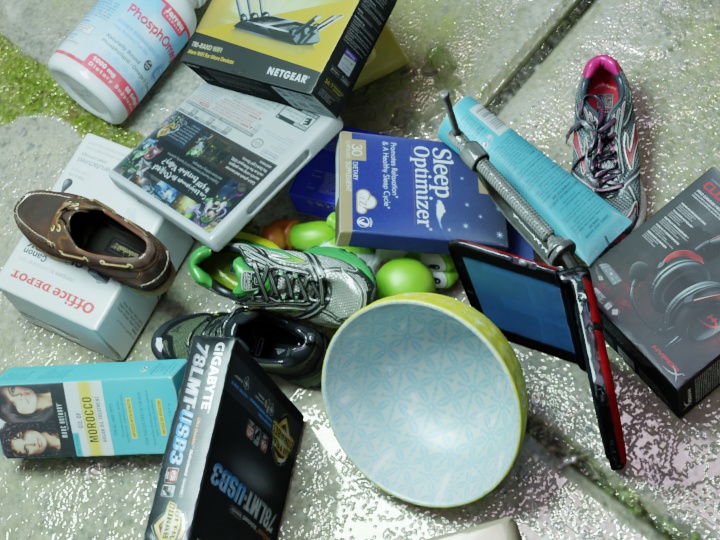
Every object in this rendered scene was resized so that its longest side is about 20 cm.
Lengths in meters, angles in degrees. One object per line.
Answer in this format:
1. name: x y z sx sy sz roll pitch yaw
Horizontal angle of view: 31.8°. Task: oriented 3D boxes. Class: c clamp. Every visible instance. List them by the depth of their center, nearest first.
1. c clamp: 0.141 -0.051 1.125 0.027 0.171 0.201 -38 66 -1

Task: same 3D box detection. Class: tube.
1. tube: 0.164 -0.089 1.214 0.200 0.051 0.077 41 62 14

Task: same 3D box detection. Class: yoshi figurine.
1. yoshi figurine: -0.004 0.002 1.257 0.197 0.113 0.113 2 72 14

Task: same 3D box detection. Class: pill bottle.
1. pill bottle: -0.260 -0.277 1.460 0.108 0.109 0.201 29 75 26

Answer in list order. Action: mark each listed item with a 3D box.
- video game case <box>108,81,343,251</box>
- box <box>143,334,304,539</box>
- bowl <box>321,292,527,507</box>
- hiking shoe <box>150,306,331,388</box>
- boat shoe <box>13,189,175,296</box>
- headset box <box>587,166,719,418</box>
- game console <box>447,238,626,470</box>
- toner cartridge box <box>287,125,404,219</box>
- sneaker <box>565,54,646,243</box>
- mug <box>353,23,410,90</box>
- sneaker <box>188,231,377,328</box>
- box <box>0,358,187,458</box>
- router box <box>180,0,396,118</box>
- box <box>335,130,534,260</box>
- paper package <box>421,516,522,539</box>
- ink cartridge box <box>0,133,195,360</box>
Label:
1. video game case: -0.139 -0.121 1.278 0.182 0.023 0.199 -46 45 -15
2. box: -0.119 0.189 1.135 0.049 0.200 0.201 2 63 18
3. bowl: 0.073 0.104 1.167 0.198 0.203 0.108 16 25 22
4. hiking shoe: -0.124 0.064 1.256 0.197 0.101 0.077 2 64 16
5. boat shoe: -0.274 -0.040 1.271 0.198 0.070 0.071 20 72 23
6. headset box: 0.321 0.012 1.177 0.199 0.075 0.149 -37 60 -5
7. game console: 0.159 0.078 1.117 0.117 0.200 0.174 -12 62 10
8. toner cartridge box: 0.032 -0.090 1.325 0.198 0.043 0.096 14 67 21
9. sneaker: 0.241 -0.120 1.266 0.080 0.075 0.202 -6 63 11
10. mug: -0.050 -0.249 1.359 0.152 0.187 0.150 -33 85 7
11. sneaker: -0.075 0.016 1.207 0.198 0.085 0.079 10 103 24
12. box: -0.266 0.139 1.263 0.197 0.049 0.083 -4 105 13
13. router box: -0.070 -0.251 1.273 0.199 0.052 0.159 19 79 39
14. box: 0.074 -0.072 1.232 0.197 0.033 0.122 6 56 -10
15. paper package: 0.068 0.334 1.068 0.188 0.104 0.202 -15 60 7
16. ink cartridge box: -0.274 -0.026 1.351 0.143 0.084 0.202 20 71 22
